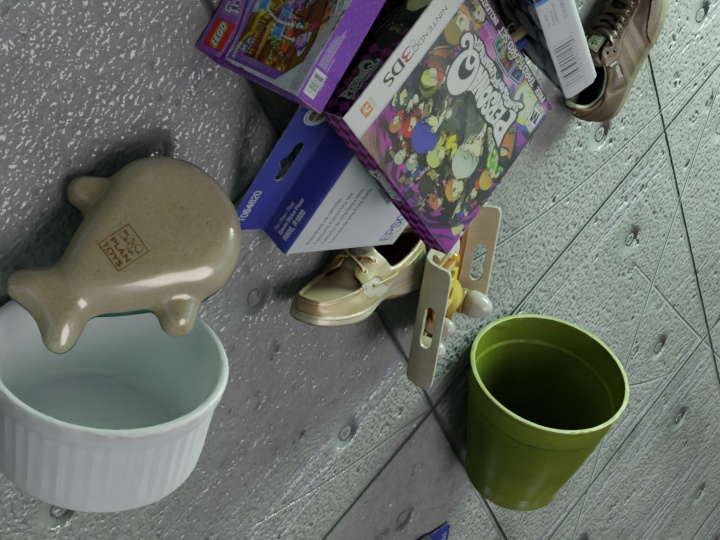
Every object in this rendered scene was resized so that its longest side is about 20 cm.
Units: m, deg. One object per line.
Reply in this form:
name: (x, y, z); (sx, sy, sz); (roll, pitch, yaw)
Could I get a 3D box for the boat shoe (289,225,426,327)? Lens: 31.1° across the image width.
boat shoe: (0.000, 0.000, 1.342); (0.199, 0.073, 0.070); (-26, 130, -49)

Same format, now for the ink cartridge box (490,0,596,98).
ink cartridge box: (0.137, -0.289, 1.221); (0.043, 0.201, 0.199); (-32, 139, 0)

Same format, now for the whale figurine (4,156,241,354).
whale figurine: (-0.195, -0.005, 1.073); (0.199, 0.159, 0.104); (-37, 175, -26)

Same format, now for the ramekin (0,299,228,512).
ramekin: (-0.214, 0.105, 1.062); (0.199, 0.200, 0.098); (-18, 135, -41)

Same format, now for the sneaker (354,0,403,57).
sneaker: (0.016, -0.257, 1.185); (0.201, 0.074, 0.081); (-52, 142, -10)

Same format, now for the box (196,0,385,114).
box: (-0.037, -0.245, 1.080); (0.039, 0.136, 0.201); (31, 90, -52)

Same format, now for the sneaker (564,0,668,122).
sneaker: (0.297, -0.268, 1.505); (0.075, 0.070, 0.202); (-5, 116, -46)

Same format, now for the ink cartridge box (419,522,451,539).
ink cartridge box: (0.056, 0.460, 1.726); (0.199, 0.043, 0.198); (-22, 128, -38)

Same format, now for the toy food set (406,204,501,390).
toy food set: (0.111, 0.027, 1.444); (0.200, 0.060, 0.145); (-49, 151, -59)

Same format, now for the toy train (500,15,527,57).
toy train: (0.121, -0.196, 1.279); (0.034, 0.046, 0.200); (-37, 177, -17)

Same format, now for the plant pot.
plant pot: (0.213, 0.194, 1.632); (0.199, 0.200, 0.194); (-25, 143, -37)

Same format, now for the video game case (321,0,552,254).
video game case: (0.074, -0.143, 1.146); (0.182, 0.036, 0.200); (-53, 134, -13)

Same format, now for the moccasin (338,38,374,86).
moccasin: (0.033, -0.186, 1.228); (0.201, 0.074, 0.078); (-44, 125, -4)

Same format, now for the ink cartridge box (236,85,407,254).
ink cartridge box: (-0.003, -0.092, 1.219); (0.199, 0.041, 0.200); (-6, 145, -40)
